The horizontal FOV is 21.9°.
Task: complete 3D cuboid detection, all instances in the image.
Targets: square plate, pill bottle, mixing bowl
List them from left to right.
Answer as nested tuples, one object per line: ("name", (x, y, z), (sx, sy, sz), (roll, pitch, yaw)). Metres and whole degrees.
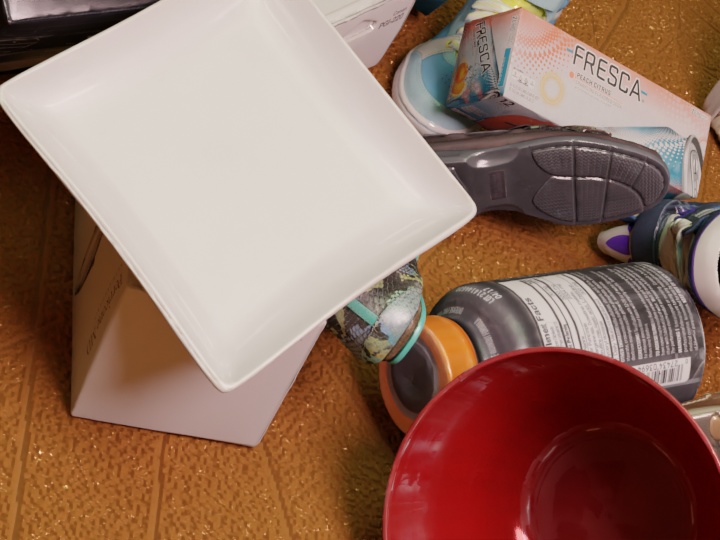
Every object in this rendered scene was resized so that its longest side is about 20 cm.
("square plate", (-0.064, -0.058, 1.002), (0.199, 0.028, 0.199), (-35, 82, -33))
("pill bottle", (0.109, 0.055, 1.146), (0.199, 0.107, 0.107), (-6, 54, -35))
("mixing bowl", (0.124, 0.140, 1.032), (0.200, 0.200, 0.108), (48, 18, 17))

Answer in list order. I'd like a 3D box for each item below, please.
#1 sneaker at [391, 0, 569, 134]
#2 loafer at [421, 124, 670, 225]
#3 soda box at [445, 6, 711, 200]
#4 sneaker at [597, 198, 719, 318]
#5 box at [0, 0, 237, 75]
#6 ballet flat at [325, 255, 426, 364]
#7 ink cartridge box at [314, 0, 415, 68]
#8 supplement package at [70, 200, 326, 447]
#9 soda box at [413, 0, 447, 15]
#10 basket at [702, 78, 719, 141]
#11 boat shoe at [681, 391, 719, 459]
("sneaker", (0.097, -0.183, 1.351), (0.079, 0.131, 0.200), (34, 42, 2))
("loafer", (0.108, -0.074, 1.265), (0.198, 0.072, 0.063), (-2, 40, -3))
("soda box", (0.157, -0.112, 1.315), (0.199, 0.063, 0.069), (23, 73, -33))
("sneaker", (0.217, -0.007, 1.262), (0.145, 0.081, 0.199), (0, 7, 32))
("box", (-0.165, -0.196, 1.116), (0.199, 0.196, 0.125), (-12, 92, -31))
("ballet flat", (0.000, 0.000, 1.105), (0.074, 0.075, 0.200), (25, 6, -8))
("ink cartridge box", (-0.078, -0.218, 1.312), (0.200, 0.085, 0.145), (43, 42, 15))
("supplement package", (-0.098, -0.018, 1.081), (0.116, 0.117, 0.201), (12, 44, -20))
("soda box", (0.061, -0.241, 1.318), (0.068, 0.200, 0.064), (34, 81, -9))
("basket", (0.381, -0.136, 1.434), (0.135, 0.200, 0.124), (2, 55, -29))
("boat shoe", (0.241, 0.107, 1.159), (0.198, 0.076, 0.072), (0, 16, -21))
